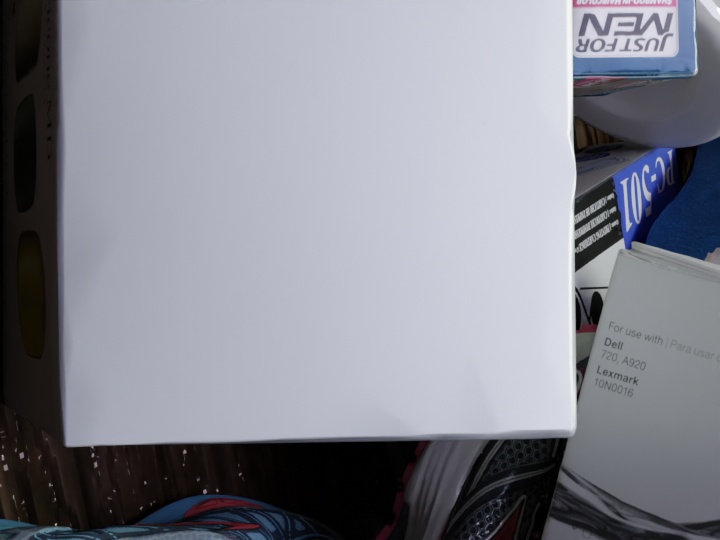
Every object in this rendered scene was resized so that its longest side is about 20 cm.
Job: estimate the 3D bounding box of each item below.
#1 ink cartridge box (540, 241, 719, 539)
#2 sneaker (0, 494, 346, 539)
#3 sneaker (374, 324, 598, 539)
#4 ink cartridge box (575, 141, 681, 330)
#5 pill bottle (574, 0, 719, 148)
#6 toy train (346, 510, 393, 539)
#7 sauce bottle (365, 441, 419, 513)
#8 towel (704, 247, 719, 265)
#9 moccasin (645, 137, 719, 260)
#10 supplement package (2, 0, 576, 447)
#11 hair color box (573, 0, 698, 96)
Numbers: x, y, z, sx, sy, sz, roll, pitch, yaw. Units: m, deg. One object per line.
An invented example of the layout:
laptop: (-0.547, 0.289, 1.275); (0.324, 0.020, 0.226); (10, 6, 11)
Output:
ink cartridge box: (0.130, 0.103, 0.781); (0.146, 0.084, 0.201); (10, 96, -55)
sneaker: (-0.062, 0.125, 0.787); (0.200, 0.095, 0.080); (0, 90, -46)
sneaker: (0.046, 0.109, 0.796); (0.200, 0.075, 0.081); (-55, 151, -6)
ink cartridge box: (0.091, 0.009, 0.940); (0.200, 0.044, 0.094); (-29, 111, -63)
pill bottle: (0.157, -0.160, 1.000); (0.113, 0.113, 0.200); (54, 52, -31)
toy train: (0.055, 0.166, 0.952); (0.200, 0.034, 0.046); (43, 63, -37)
sauce bottle: (0.000, 0.000, 0.873); (0.066, 0.066, 0.201); (-36, 113, -40)
towel: (0.151, 0.120, 0.895); (0.191, 0.032, 0.200); (35, 86, -29)
moccasin: (0.174, -0.009, 0.975); (0.200, 0.080, 0.068); (-55, 138, -52)
supplement package: (-0.033, -0.026, 0.711); (0.150, 0.200, 0.152); (0, 90, -14)
hair color box: (0.079, -0.168, 0.839); (0.060, 0.100, 0.201); (-2, 90, -14)
